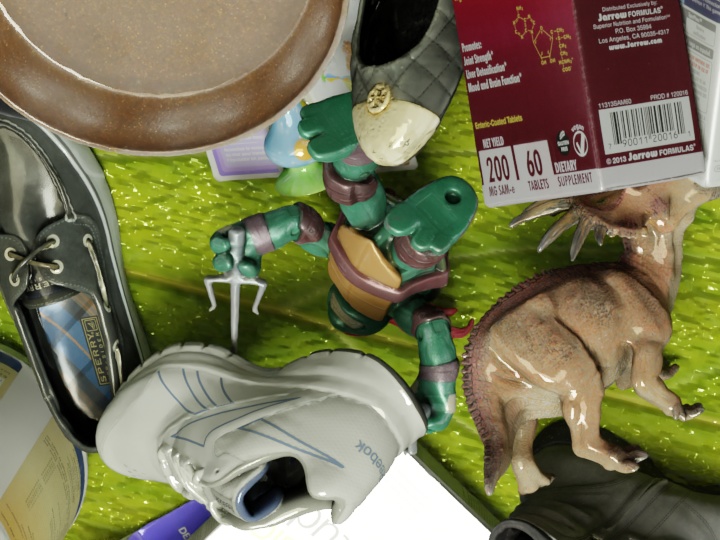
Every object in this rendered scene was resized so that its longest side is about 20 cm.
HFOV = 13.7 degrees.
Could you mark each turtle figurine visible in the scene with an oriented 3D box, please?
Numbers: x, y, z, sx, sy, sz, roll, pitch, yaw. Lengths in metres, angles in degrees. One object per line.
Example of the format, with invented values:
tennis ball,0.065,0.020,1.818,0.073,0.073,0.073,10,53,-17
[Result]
turtle figurine,0.000,0.000,1.506,0.149,0.101,0.200,28,148,8

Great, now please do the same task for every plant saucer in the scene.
plant saucer,-0.103,-0.147,1.409,0.199,0.035,0.201,3,124,4

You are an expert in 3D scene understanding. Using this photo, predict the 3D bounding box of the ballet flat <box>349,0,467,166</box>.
ballet flat,0.020,-0.148,1.419,0.066,0.057,0.201,0,76,37

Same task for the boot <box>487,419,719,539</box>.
boot,0.164,0.157,1.536,0.199,0.132,0.070,18,116,4

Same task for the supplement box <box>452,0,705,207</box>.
supplement box,0.090,-0.134,1.360,0.061,0.109,0.201,-10,91,-27

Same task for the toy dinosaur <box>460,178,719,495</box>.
toy dinosaur,0.101,0.026,1.486,0.136,0.200,0.086,60,153,-13

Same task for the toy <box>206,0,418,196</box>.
toy,-0.052,-0.121,1.481,0.115,0.047,0.200,-2,127,22

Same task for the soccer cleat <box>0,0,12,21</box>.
soccer cleat,-0.170,-0.209,1.454,0.068,0.073,0.201,16,101,21

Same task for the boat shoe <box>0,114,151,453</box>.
boat shoe,-0.158,0.002,1.577,0.068,0.057,0.201,-13,111,18

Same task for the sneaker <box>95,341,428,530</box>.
sneaker,-0.064,0.087,1.504,0.200,0.087,0.075,-6,129,41

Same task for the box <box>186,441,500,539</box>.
box,-0.023,0.177,1.618,0.144,0.036,0.200,43,104,-9

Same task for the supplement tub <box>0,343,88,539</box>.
supplement tub,-0.234,0.135,1.574,0.144,0.200,0.145,5,115,10

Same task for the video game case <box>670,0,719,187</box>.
video game case,0.120,-0.159,1.385,0.023,0.200,0.183,-11,119,-27

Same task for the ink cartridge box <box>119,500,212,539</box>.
ink cartridge box,-0.117,0.250,1.691,0.200,0.043,0.198,-29,105,21

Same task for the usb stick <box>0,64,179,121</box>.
usb stick,-0.172,-0.102,1.520,0.199,0.033,0.056,13,128,23
